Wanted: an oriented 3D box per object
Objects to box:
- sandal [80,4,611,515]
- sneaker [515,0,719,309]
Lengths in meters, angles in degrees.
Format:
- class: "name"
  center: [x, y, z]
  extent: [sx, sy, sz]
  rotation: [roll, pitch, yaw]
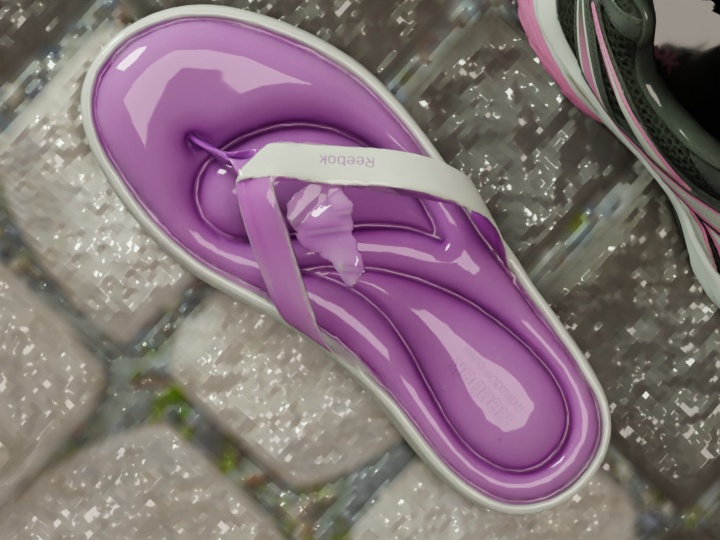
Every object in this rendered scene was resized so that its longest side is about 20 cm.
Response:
- class: "sandal"
  center: [0.005, -0.006, 0.845]
  extent: [0.202, 0.050, 0.083]
  rotation: [41, 87, -12]
- class: "sneaker"
  center: [0.128, -0.029, 0.850]
  extent: [0.200, 0.086, 0.080]
  rotation: [40, 89, -13]
